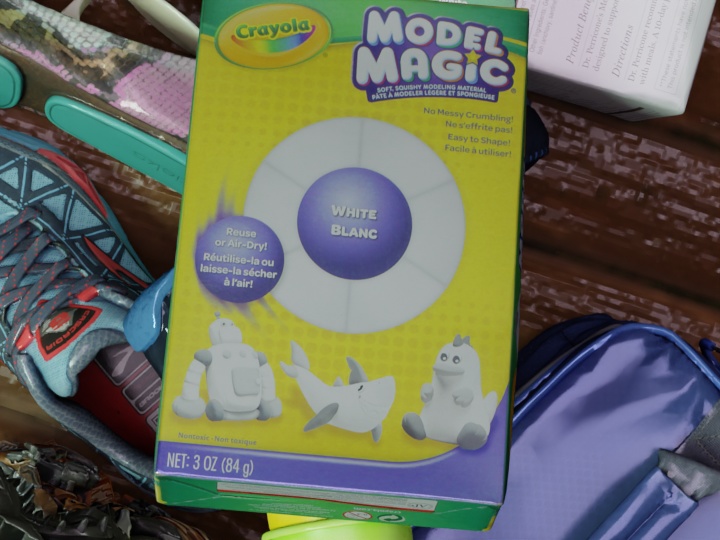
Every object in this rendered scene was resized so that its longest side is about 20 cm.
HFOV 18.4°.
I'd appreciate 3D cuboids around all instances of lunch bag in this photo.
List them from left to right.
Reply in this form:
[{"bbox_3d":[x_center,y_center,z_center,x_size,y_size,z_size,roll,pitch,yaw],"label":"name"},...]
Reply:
[{"bbox_3d":[0.088,0.109,0.851,0.136,0.132,0.200,44,89,-4],"label":"lunch bag"}]

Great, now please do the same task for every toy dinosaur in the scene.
[{"bbox_3d":[-0.092,0.113,0.809,0.135,0.199,0.103,4,91,-46],"label":"toy dinosaur"}]

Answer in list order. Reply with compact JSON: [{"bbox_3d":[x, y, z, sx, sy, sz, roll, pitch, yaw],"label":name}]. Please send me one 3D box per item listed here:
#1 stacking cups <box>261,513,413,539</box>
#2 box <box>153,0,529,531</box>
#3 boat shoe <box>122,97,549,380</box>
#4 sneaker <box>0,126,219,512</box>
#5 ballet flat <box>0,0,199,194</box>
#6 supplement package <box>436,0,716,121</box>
[{"bbox_3d":[0.004,0.147,0.770,0.060,0.061,0.202,-9,83,-4],"label":"stacking cups"},{"bbox_3d":[-0.003,-0.019,0.750,0.116,0.048,0.202,5,70,-2],"label":"box"},{"bbox_3d":[0.000,0.000,0.851,0.199,0.084,0.069,-32,85,-26],"label":"boat shoe"},{"bbox_3d":[-0.108,0.013,0.852,0.200,0.096,0.079,42,87,-4],"label":"sneaker"},{"bbox_3d":[-0.120,-0.089,0.870,0.199,0.069,0.072,22,72,-9],"label":"ballet flat"},{"bbox_3d":[0.035,-0.137,0.849,0.198,0.114,0.110,16,91,-4],"label":"supplement package"}]
